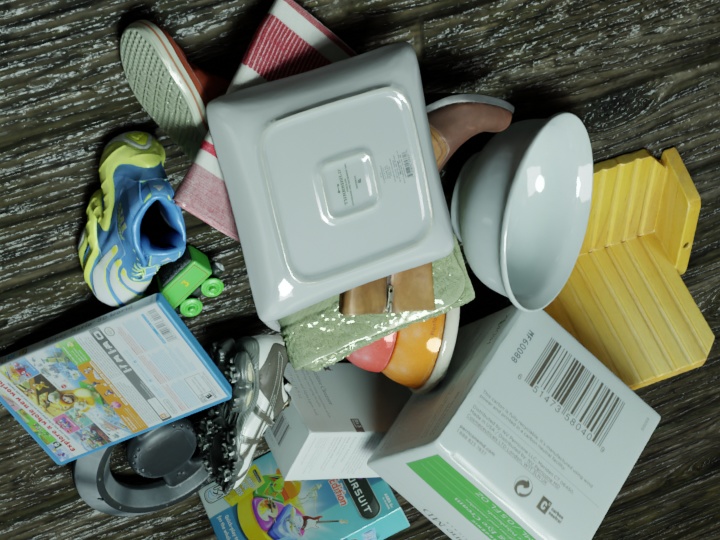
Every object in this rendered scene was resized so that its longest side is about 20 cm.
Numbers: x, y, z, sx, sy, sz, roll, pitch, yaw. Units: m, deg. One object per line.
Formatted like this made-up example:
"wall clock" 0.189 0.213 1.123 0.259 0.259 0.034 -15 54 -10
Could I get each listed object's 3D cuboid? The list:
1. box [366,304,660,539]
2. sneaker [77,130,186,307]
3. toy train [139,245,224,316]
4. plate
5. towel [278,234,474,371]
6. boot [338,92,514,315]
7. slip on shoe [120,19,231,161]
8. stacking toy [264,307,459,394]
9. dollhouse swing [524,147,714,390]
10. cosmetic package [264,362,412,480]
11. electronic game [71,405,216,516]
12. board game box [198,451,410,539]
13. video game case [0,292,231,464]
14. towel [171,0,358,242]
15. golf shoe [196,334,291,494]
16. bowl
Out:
"box" 0.158 0.177 1.494 0.200 0.199 0.171 -53 -169 -25
"sneaker" -0.202 -0.021 1.272 0.076 0.105 0.200 -11 136 -22
"toy train" -0.214 0.053 1.395 0.200 0.042 0.056 -42 129 15
"plate" -0.015 -0.075 1.220 0.200 0.032 0.200 -20 109 -22
"towel" 0.000 0.000 1.403 0.200 0.148 0.036 -24 179 -3
"boot" 0.063 -0.061 1.305 0.188 0.068 0.200 -9 99 -37
"slip on shoe" -0.139 -0.145 1.222 0.061 0.074 0.200 -59 138 -20
"stacking toy" -0.008 0.043 1.472 0.200 0.146 0.146 10 128 -15
"dollhouse swing" 0.287 0.005 1.546 0.200 0.176 0.182 -17 139 -15
"cosmetic package" -0.005 0.166 1.585 0.200 0.113 0.081 0 132 -34
"electronic game" -0.213 0.186 1.530 0.200 0.042 0.200 -21 137 -21
"board game box" -0.067 0.269 1.623 0.200 0.151 0.047 -28 140 -3
"video game case" -0.245 0.108 1.385 0.200 0.018 0.143 -22 128 13
"towel" -0.074 -0.121 1.239 0.144 0.023 0.200 33 81 -51
"golf shoe" -0.112 0.151 1.487 0.094 0.078 0.200 -16 137 -34
"bowl" 0.152 -0.064 1.427 0.201 0.090 0.201 -29 125 -52
